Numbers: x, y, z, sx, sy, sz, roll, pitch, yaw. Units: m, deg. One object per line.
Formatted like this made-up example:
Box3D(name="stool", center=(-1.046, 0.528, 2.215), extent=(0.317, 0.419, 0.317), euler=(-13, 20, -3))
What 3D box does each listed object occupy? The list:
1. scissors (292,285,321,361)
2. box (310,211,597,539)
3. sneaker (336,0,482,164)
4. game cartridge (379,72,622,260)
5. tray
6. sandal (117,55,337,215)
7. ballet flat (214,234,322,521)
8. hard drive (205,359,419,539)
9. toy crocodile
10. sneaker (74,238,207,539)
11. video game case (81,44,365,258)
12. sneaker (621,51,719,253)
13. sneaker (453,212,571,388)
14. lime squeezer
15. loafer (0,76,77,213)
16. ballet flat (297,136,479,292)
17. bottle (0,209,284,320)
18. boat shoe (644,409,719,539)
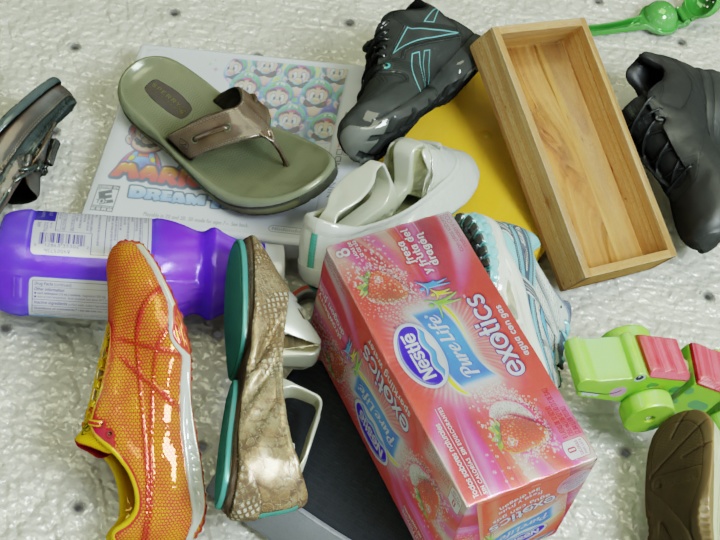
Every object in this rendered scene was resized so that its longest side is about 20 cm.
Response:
Box3D(name="scissors", center=(0.000, 0.000, 1.109), extent=(0.073, 0.014, 0.201), euler=(25, 53, 10))
Box3D(name="box", center=(0.052, 0.077, 0.951), extent=(0.094, 0.103, 0.201), euler=(-16, 59, -21))
Box3D(name="sneaker", center=(0.026, -0.145, 1.129), extent=(0.079, 0.075, 0.200), euler=(46, 39, 0))
Box3D(name="game cartridge", center=(0.096, -0.096, 1.186), extent=(0.175, 0.033, 0.200), euler=(29, 54, 14))
Box3D(name="tray", center=(0.161, -0.091, 1.137), extent=(0.098, 0.037, 0.202), euler=(-12, 76, -35))
Box3D(name="sandal", center=(-0.106, -0.105, 1.094), extent=(0.200, 0.058, 0.080), euler=(32, 60, 23))
Box3D(name="ballet flat", center=(-0.057, 0.070, 0.967), extent=(0.065, 0.071, 0.202), euler=(8, 59, -13))
Box3D(name="hard drive", center=(0.013, 0.144, 0.984), extent=(0.199, 0.042, 0.135), euler=(29, 54, 12))
Box3D(name="toy crocodile", center=(0.228, 0.076, 1.044), extent=(0.198, 0.062, 0.068), euler=(14, 48, -26))
Box3D(name="sneaker", center=(-0.146, 0.077, 0.953), extent=(0.076, 0.073, 0.202), euler=(-5, 76, -18))
Box3D(name="video game case", center=(-0.094, -0.093, 1.135), extent=(0.198, 0.024, 0.183), euler=(6, 54, 8))
Box3D(name="sneaker", center=(0.248, -0.095, 1.177), extent=(0.090, 0.076, 0.201), euler=(22, 40, -20))
Box3D(name="sneaker", center=(0.119, 0.052, 1.043), extent=(0.086, 0.077, 0.202), euler=(1, 68, -36))
Box3D(name="lime squeezer", center=(0.278, -0.235, 1.309), extent=(0.199, 0.071, 0.038), euler=(-27, 75, 7))
Box3D(name="loafer", center=(-0.265, -0.055, 1.081), extent=(0.063, 0.072, 0.200), euler=(40, 61, -4))
Box3D(name="ballet flat", center=(0.025, -0.055, 1.059), extent=(0.069, 0.070, 0.200), euler=(35, 46, 16))
Box3D(name="bottle", center=(-0.153, -0.001, 1.044), extent=(0.198, 0.066, 0.084), euler=(3, 25, -9))
Box3D(name="boat shoe", center=(0.220, 0.191, 0.967), extent=(0.065, 0.073, 0.202), euler=(30, 60, -29))
